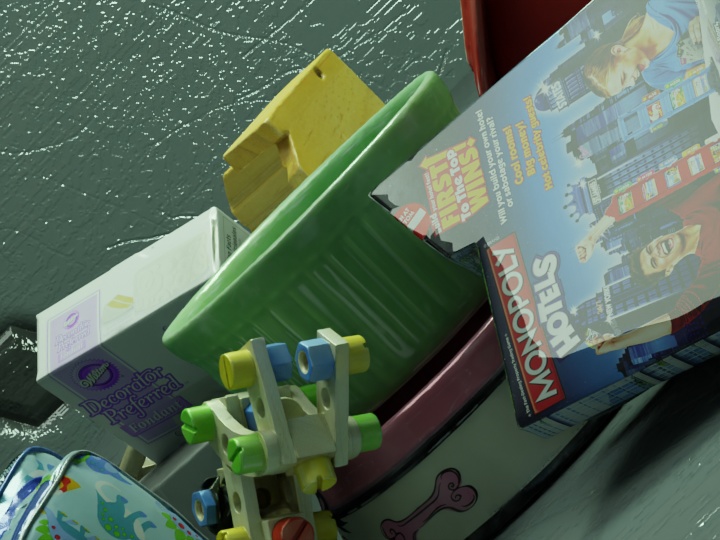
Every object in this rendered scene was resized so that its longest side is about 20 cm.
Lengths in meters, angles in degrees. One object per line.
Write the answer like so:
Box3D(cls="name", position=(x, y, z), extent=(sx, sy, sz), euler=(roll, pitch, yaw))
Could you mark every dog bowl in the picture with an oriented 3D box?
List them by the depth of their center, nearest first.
Box3D(cls="dog bowl", position=(0.055, 0.072, 1.407), extent=(0.200, 0.074, 0.200), euler=(-44, 6, 6))

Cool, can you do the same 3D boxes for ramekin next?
Box3D(cls="ramekin", position=(0.000, 0.000, 1.442), extent=(0.200, 0.098, 0.200), euler=(-45, 5, 5))

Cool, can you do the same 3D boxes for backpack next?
Box3D(cls="backpack", position=(-0.157, 0.203, 1.423), extent=(0.147, 0.183, 0.200), euler=(-41, 12, 42))

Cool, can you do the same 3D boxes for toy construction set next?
Box3D(cls="toy construction set", position=(-0.036, 0.132, 1.317), extent=(0.131, 0.092, 0.201), euler=(163, 111, -64))

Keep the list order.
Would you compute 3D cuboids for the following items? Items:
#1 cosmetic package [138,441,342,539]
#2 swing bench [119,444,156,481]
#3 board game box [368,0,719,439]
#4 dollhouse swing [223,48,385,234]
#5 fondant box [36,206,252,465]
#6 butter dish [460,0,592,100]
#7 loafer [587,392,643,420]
Box3D(cls="cosmetic package", position=(-0.087, 0.157, 1.636), extent=(0.200, 0.107, 0.090), euler=(-39, 7, 33))
Box3D(cls="swing bench", position=(-0.131, 0.147, 1.943), extent=(0.200, 0.130, 0.199), euler=(-49, 5, 16))
Box3D(cls="board game box", position=(0.107, -0.026, 1.252), extent=(0.200, 0.062, 0.200), euler=(-28, 55, 27))
Box3D(cls="dollhouse swing", position=(-0.023, -0.016, 1.929), extent=(0.176, 0.200, 0.182), euler=(-40, 7, 32))
Box3D(cls="fondant box", position=(-0.076, 0.062, 1.661), extent=(0.144, 0.200, 0.058), euler=(-30, 42, 26))
Box3D(cls="butter dish", position=(0.136, -0.160, 1.375), extent=(0.147, 0.200, 0.200), euler=(-8, -12, 21))
Box3D(cls="loafer", position=(0.150, -0.016, 1.293), extent=(0.200, 0.072, 0.063), euler=(-44, -21, -12))
